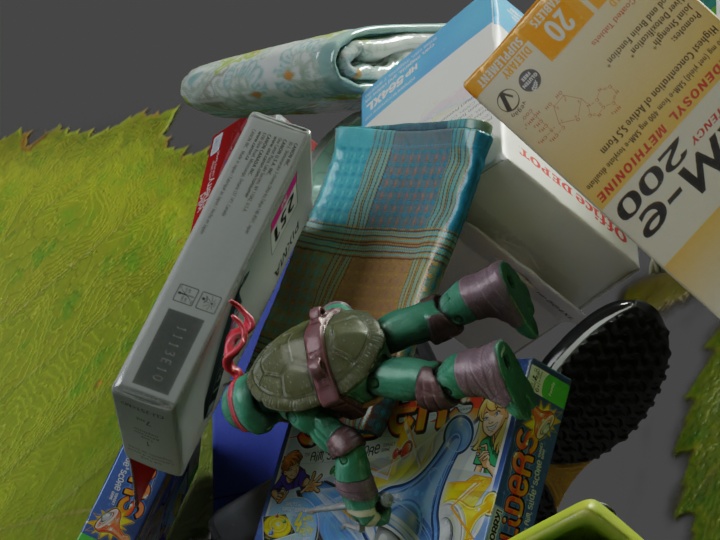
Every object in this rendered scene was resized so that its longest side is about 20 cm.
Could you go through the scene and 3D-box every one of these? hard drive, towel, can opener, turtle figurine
[{"bbox_3d":[-0.054,0.066,1.650,0.132,0.025,0.200,-16,71,49],"label":"hard drive"},{"bbox_3d":[0.000,0.000,1.480,0.147,0.022,0.200,2,67,53],"label":"towel"},{"bbox_3d":[-0.062,0.176,1.588,0.200,0.067,0.053,-34,-8,41],"label":"can opener"},{"bbox_3d":[0.001,-0.138,1.740,0.171,0.200,0.048,-10,87,49],"label":"towel"},{"bbox_3d":[-0.003,0.065,1.357,0.200,0.101,0.150,-19,57,23],"label":"turtle figurine"}]

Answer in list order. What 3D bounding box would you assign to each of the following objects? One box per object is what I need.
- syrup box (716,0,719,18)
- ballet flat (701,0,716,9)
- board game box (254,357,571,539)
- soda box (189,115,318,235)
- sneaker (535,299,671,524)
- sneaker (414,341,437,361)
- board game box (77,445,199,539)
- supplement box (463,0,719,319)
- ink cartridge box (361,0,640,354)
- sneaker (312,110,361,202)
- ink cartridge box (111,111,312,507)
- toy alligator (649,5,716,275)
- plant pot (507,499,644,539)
[{"bbox_3d":[0.269,-0.183,1.486,0.079,0.081,0.200,-34,33,34],"label":"syrup box"},{"bbox_3d":[0.213,-0.195,1.614,0.075,0.068,0.200,-44,22,-20],"label":"ballet flat"},{"bbox_3d":[0.024,0.122,1.409,0.200,0.034,0.135,-8,60,49],"label":"board game box"},{"bbox_3d":[-0.083,-0.027,1.848,0.063,0.070,0.200,-29,35,36],"label":"soda box"},{"bbox_3d":[0.096,0.092,1.435,0.200,0.070,0.090,-55,31,-2],"label":"sneaker"},{"bbox_3d":[0.029,0.084,1.538,0.074,0.088,0.200,-37,39,27],"label":"sneaker"},{"bbox_3d":[-0.149,0.159,1.644,0.200,0.034,0.135,105,-171,-72],"label":"board game box"},{"bbox_3d":[0.174,-0.082,1.385,0.126,0.200,0.074,-49,-9,8],"label":"supplement box"},{"bbox_3d":[0.085,-0.051,1.558,0.125,0.129,0.200,-37,31,29],"label":"ink cartridge box"},{"bbox_3d":[-0.001,-0.024,1.722,0.118,0.074,0.200,3,60,54],"label":"sneaker"},{"bbox_3d":[-0.084,0.033,1.475,0.174,0.044,0.200,89,-157,-61],"label":"ink cartridge box"},{"bbox_3d":[0.218,-0.076,1.476,0.054,0.059,0.200,9,58,12],"label":"toy alligator"},{"bbox_3d":[0.093,0.234,1.148,0.200,0.199,0.182,-33,27,32],"label":"plant pot"}]
